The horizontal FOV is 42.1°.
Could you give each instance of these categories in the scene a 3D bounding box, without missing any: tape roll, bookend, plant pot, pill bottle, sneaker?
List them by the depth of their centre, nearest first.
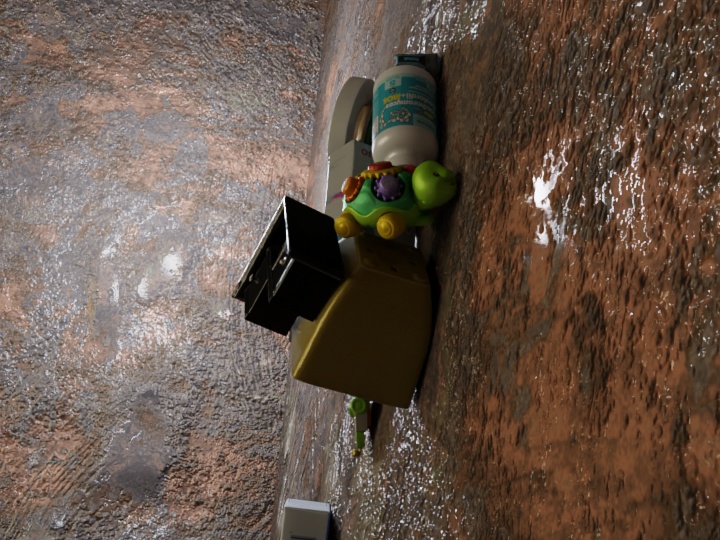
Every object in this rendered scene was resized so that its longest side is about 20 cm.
[{"bbox_3d":[-0.117,0.022,1.437,0.201,0.091,0.199,-59,19,21],"label":"bookend"},{"bbox_3d":[0.016,0.059,1.454,0.195,0.193,0.201,-98,28,-59],"label":"plant pot"},{"bbox_3d":[0.074,-0.229,1.531,0.111,0.109,0.202,111,163,-55],"label":"pill bottle"},{"bbox_3d":[0.080,-0.319,1.656,0.200,0.081,0.074,111,162,-60],"label":"sneaker"},{"bbox_3d":[-0.012,-0.260,1.754,0.203,0.037,0.205,12,-90,-76],"label":"tape roll"}]

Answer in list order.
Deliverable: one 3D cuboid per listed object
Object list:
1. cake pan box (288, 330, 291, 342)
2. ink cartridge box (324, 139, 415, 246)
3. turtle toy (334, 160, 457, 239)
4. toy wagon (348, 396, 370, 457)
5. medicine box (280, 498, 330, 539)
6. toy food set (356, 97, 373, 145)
[{"bbox_3d":[-0.078,0.012,1.652,0.184,0.052,0.203,-35,-53,-76],"label":"cake pan box"},{"bbox_3d":[0.018,-0.105,1.615,0.084,0.143,0.202,-28,52,50],"label":"ink cartridge box"},{"bbox_3d":[0.055,-0.113,1.405,0.145,0.198,0.102,-30,-63,-53],"label":"turtle toy"},{"bbox_3d":[-0.003,0.249,1.771,0.155,0.039,0.203,97,169,-78],"label":"toy wagon"},{"bbox_3d":[-0.125,0.602,2.035,0.200,0.102,0.185,99,177,-81],"label":"medicine box"},{"bbox_3d":[0.037,-0.246,1.786,0.200,0.048,0.200,-43,-38,-65],"label":"toy food set"}]
